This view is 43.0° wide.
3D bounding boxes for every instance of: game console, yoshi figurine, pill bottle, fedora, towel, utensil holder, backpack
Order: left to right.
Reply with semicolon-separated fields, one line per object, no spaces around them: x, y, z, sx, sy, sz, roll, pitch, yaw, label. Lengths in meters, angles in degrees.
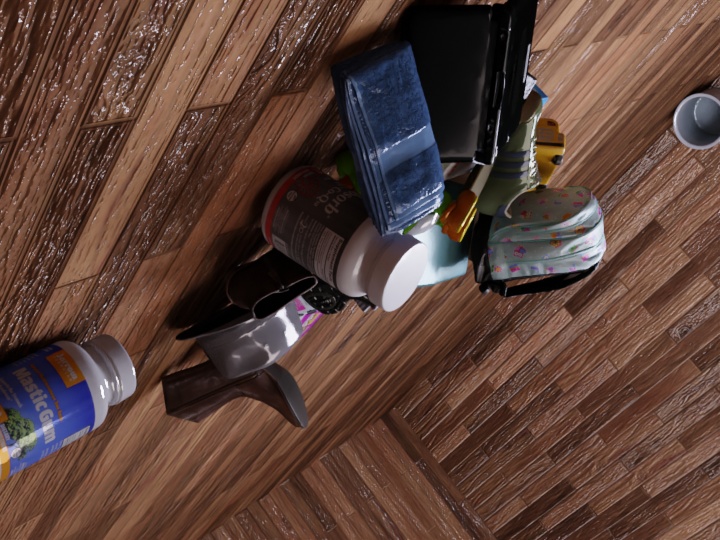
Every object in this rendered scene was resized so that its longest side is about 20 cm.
-0.361;0.149;1.049;0.199;0.112;0.112;-29;162;-41;pill bottle
-0.160;0.093;1.332;0.199;0.092;0.176;-32;-169;-35;fedora
-0.019;-0.039;1.149;0.116;0.198;0.117;-42;150;-31;pill bottle
0.038;-0.152;1.048;0.111;0.203;0.048;-29;-154;-27;towel
0.066;-0.126;1.223;0.112;0.197;0.114;-46;160;-56;yoshi figurine
0.131;-0.243;1.123;0.176;0.115;0.203;-50;151;-47;game console
0.275;-0.052;1.406;0.196;0.128;0.168;-5;-142;22;backpack
1.100;-0.487;2.897;0.199;0.170;0.170;-27;162;-51;utensil holder

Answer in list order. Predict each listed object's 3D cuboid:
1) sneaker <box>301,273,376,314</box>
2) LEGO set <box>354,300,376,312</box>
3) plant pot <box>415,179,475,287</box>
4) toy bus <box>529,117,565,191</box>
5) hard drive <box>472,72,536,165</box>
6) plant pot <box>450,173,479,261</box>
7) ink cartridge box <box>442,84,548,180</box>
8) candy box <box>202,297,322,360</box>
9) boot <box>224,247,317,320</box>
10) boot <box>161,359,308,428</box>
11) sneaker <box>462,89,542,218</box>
0.000;0.000;1.264;0.198;0.076;0.092;-7;-134;41;sneaker
0.047;0.003;1.675;0.153;0.116;0.200;-42;166;9;LEGO set
0.065;-0.057;1.387;0.199;0.140;0.144;-22;126;-53;plant pot
0.267;-0.175;1.423;0.064;0.080;0.200;6;161;1;toy bus
0.127;-0.221;1.188;0.198;0.038;0.141;7;121;-44;hard drive
0.229;-0.092;1.700;0.186;0.201;0.187;-37;166;-10;plant pot
0.176;-0.225;1.389;0.199;0.085;0.146;-22;157;-51;ink cartridge box
-0.155;0.096;1.542;0.136;0.061;0.199;-46;166;24;candy box
-0.086;-0.002;1.249;0.198;0.073;0.166;-30;-157;-15;boot
-0.204;0.211;1.462;0.198;0.188;0.064;-29;-168;16;boot
0.225;-0.159;1.309;0.068;0.089;0.202;-76;-167;-54;sneaker
